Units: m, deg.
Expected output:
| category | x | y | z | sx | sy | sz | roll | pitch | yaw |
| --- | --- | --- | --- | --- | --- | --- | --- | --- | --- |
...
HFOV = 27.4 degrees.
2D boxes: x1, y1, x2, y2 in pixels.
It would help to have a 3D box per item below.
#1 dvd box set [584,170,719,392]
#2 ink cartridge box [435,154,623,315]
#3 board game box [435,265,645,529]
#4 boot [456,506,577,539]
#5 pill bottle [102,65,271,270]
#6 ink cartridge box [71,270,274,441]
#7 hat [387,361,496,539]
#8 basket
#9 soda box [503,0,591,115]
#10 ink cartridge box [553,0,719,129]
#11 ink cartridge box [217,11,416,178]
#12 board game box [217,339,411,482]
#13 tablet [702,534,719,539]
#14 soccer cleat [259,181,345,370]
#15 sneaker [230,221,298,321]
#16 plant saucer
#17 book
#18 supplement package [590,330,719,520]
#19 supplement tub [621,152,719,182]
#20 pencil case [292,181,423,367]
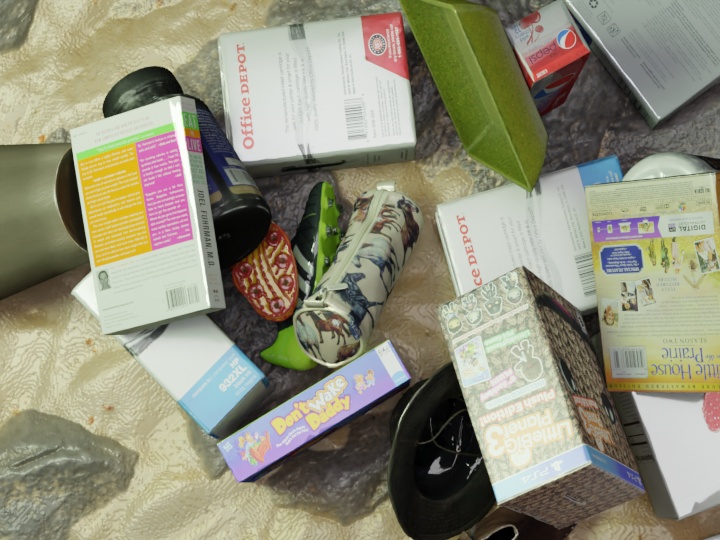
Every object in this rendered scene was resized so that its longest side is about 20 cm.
| category | x | y | z | sx | sy | sz | roll | pitch | yaw |
| --- | --- | --- | --- | --- | --- | --- | --- | --- | --- |
| dvd box set | 0.287 | 0.013 | 1.391 | 0.145 | 0.029 | 0.203 | -5 | 94 | 44 |
| ink cartridge box | 0.190 | -0.018 | 1.547 | 0.197 | 0.086 | 0.149 | -15 | 82 | 1 |
| board game box | 0.170 | 0.123 | 1.397 | 0.096 | 0.159 | 0.202 | -26 | 63 | 19 |
| boot | 0.156 | 0.261 | 1.467 | 0.199 | 0.166 | 0.073 | -37 | 80 | -3 |
| pill bottle | -0.180 | -0.104 | 1.490 | 0.111 | 0.112 | 0.201 | -31 | 66 | -3 |
| ink cartridge box | -0.188 | 0.073 | 1.515 | 0.084 | 0.145 | 0.200 | -45 | 83 | -6 |
| hat | 0.075 | 0.172 | 1.517 | 0.080 | 0.200 | 0.203 | 21 | 81 | 44 |
| basket | -0.346 | -0.054 | 1.501 | 0.198 | 0.135 | 0.183 | -9 | 84 | 30 |
| soda box | 0.179 | -0.206 | 1.514 | 0.069 | 0.200 | 0.064 | -29 | 82 | -3 |
| ink cartridge box | 0.336 | -0.291 | 1.602 | 0.199 | 0.041 | 0.201 | -36 | 83 | -3 |
| ink cartridge box | -0.046 | -0.184 | 1.577 | 0.197 | 0.084 | 0.147 | -6 | 82 | -1 |
| board game box | -0.043 | 0.146 | 1.507 | 0.198 | 0.135 | 0.045 | -31 | 83 | -3 |
| tablet | 0.367 | 0.345 | 1.529 | 0.197 | 0.014 | 0.132 | -18 | 82 | 0 |
| soccer cleat | -0.065 | 0.004 | 1.564 | 0.080 | 0.067 | 0.203 | 4 | 81 | 18 |
| sneaker | -0.114 | -0.032 | 1.551 | 0.072 | 0.077 | 0.202 | -27 | 66 | -1 |
| plant saucer | 0.119 | -0.195 | 1.485 | 0.047 | 0.200 | 0.202 | -28 | 110 | -6 |
| book | -0.201 | -0.050 | 1.408 | 0.132 | 0.048 | 0.203 | -13 | 81 | 31 |
| supplement package | 0.330 | 0.137 | 1.504 | 0.120 | 0.120 | 0.203 | -20 | 82 | -2 |
| supplement tub | 0.353 | -0.051 | 1.484 | 0.121 | 0.198 | 0.125 | -1 | 88 | 45 |
| pencil case | 0.000 | 0.000 | 1.512 | 0.077 | 0.090 | 0.201 | 13 | 48 | 16 |
